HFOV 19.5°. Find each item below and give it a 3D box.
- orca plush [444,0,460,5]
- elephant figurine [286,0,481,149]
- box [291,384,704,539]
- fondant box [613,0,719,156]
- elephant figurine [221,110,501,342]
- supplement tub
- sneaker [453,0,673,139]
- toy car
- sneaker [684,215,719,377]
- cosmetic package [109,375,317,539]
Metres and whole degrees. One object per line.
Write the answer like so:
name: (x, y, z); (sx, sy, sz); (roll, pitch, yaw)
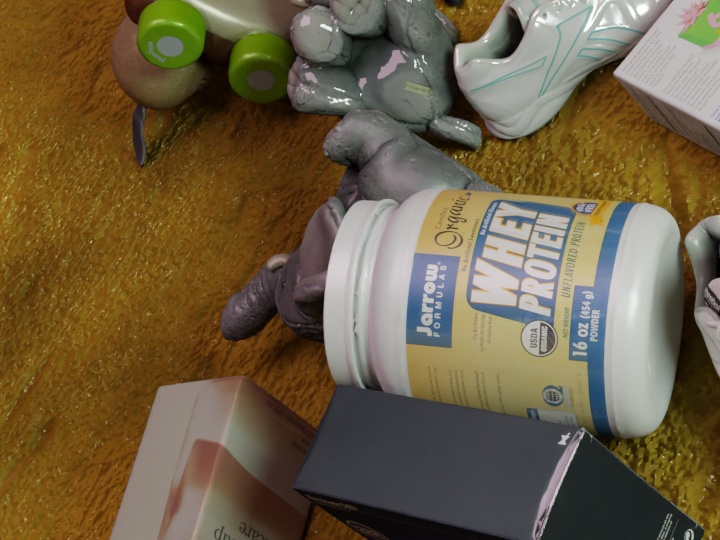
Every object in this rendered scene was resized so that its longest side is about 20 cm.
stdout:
orca plush: (0.090, -0.258, 1.627); (0.105, 0.071, 0.200); (-41, 40, 9)
elephant figurine: (0.008, -0.183, 1.609); (0.141, 0.155, 0.200); (-6, 17, -2)
box: (0.081, 0.142, 1.257); (0.200, 0.141, 0.079); (7, 63, 46)
fondant box: (0.281, -0.137, 1.366); (0.144, 0.058, 0.200); (-50, 40, -2)
elephant figurine: (0.000, 0.000, 1.464); (0.200, 0.141, 0.155); (-56, -3, 3)
supplement tub: (0.091, 0.024, 1.295); (0.200, 0.145, 0.145); (5, 59, 18)
sneaker: (0.154, -0.181, 1.503); (0.200, 0.080, 0.070); (-41, 38, 7)
toy car: (-0.145, -0.181, 1.767); (0.200, 0.158, 0.164); (-54, 25, 42)
sneaker: (0.235, 0.051, 1.239); (0.075, 0.081, 0.200); (-29, 44, 19)
cosmetic package: (-0.105, 0.184, 1.424); (0.087, 0.103, 0.200); (-9, 54, 39)
